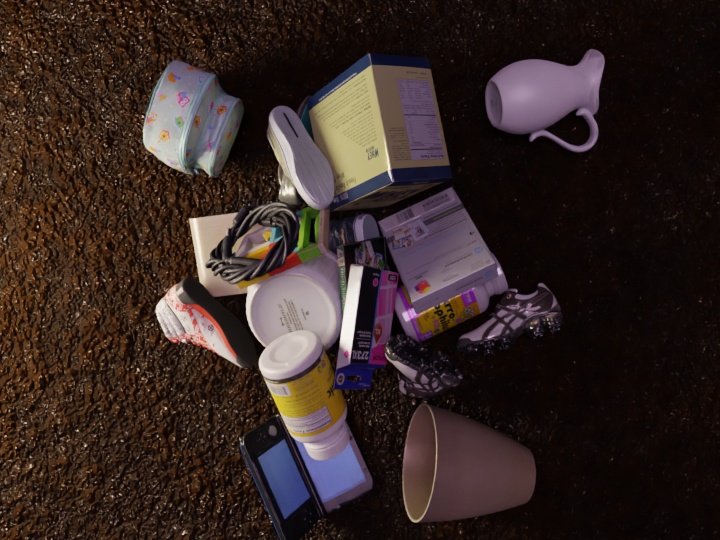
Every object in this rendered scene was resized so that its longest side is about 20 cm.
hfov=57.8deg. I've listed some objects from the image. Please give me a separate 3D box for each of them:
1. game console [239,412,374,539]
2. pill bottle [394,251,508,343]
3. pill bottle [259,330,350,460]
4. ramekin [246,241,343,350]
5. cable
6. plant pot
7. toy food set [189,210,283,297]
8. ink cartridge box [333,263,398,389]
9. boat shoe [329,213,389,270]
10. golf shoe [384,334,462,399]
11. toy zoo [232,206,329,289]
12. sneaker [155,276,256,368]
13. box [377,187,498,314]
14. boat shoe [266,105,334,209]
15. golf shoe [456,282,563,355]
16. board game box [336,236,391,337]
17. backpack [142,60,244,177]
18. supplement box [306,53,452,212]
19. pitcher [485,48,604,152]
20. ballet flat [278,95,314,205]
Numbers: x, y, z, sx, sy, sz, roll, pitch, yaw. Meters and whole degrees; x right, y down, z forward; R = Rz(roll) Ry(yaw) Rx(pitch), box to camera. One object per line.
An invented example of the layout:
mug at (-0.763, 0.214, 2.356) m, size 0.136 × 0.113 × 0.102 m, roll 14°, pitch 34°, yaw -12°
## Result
game console at (-0.091, 0.342, 1.148) m, size 0.117 × 0.170 × 0.204 m, roll -28°, pitch 86°, yaw 28°
pill bottle at (0.156, 0.043, 1.148) m, size 0.196 × 0.104 × 0.106 m, roll -26°, pitch 86°, yaw 2°
pill bottle at (-0.085, 0.212, 1.086) m, size 0.108 × 0.112 × 0.204 m, roll -18°, pitch 116°, yaw 2°
ramekin at (-0.108, 0.059, 1.132) m, size 0.196 × 0.095 × 0.208 m, roll 2°, pitch 113°, yaw 5°
cable at (-0.178, -0.047, 1.070) m, size 0.163 × 0.198 × 0.051 m, roll -44°, pitch 126°, yaw -16°
plant pot at (0.189, 0.338, 1.110) m, size 0.194 × 0.187 × 0.193 m, roll 10°, pitch 88°, yaw -10°
toy food set at (-0.212, -0.036, 1.204) m, size 0.194 × 0.060 × 0.148 m, roll -7°, pitch 98°, yaw 5°
ink cartridge box at (0.010, 0.097, 1.076) m, size 0.036 × 0.093 × 0.206 m, roll 9°, pitch 90°, yaw 42°
boat shoe at (0.000, 0.000, 1.184) m, size 0.089 × 0.070 × 0.206 m, roll -3°, pitch 105°, yaw 36°
golf shoe at (0.092, 0.177, 1.106) m, size 0.094 × 0.198 × 0.079 m, roll -41°, pitch 46°, yaw 17°
toy zoo at (-0.143, -0.040, 1.097) m, size 0.196 × 0.133 × 0.021 m, roll -23°, pitch 125°, yaw 15°
sneaker at (-0.286, 0.114, 1.198) m, size 0.107 × 0.068 × 0.202 m, roll -32°, pitch 107°, yaw 28°
box at (0.129, -0.040, 1.128) m, size 0.153 × 0.042 × 0.202 m, roll -25°, pitch 46°, yaw 3°
boat shoe at (-0.103, -0.187, 1.121) m, size 0.070 × 0.062 × 0.204 m, roll -16°, pitch 71°, yaw -28°
golf shoe at (0.258, 0.087, 1.164) m, size 0.195 × 0.078 × 0.097 m, roll -18°, pitch 69°, yaw 1°
board game box at (0.009, 0.052, 1.109) m, size 0.023 × 0.103 × 0.206 m, roll 6°, pitch 103°, yaw 43°
backpack at (-0.293, -0.262, 1.141) m, size 0.150 × 0.200 × 0.180 m, roll 23°, pitch 88°, yaw 4°
supplement box at (0.028, -0.224, 1.103) m, size 0.132 × 0.198 × 0.206 m, roll -9°, pitch 86°, yaw -36°
pitcher at (0.329, -0.287, 1.154) m, size 0.194 × 0.121 × 0.177 m, roll -12°, pitch 102°, yaw -8°
ballet flat at (-0.120, -0.221, 1.196) m, size 0.062 × 0.067 × 0.206 m, roll 1°, pitch 80°, yaw 27°
